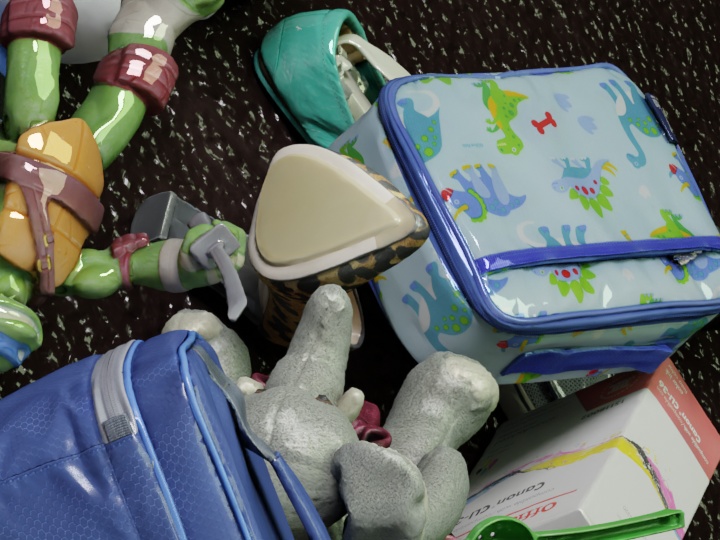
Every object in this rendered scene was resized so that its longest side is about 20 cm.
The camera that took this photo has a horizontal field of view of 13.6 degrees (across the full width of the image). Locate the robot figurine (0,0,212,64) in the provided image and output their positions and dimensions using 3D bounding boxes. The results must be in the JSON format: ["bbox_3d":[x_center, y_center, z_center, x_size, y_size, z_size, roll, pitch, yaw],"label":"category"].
[{"bbox_3d":[-0.139,-0.172,1.406,0.169,0.113,0.200,24,27,-28],"label":"robot figurine"}]

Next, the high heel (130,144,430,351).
[{"bbox_3d":[0.000,0.000,1.440,0.142,0.199,0.072,30,71,-36],"label":"high heel"}]

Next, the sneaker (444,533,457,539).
[{"bbox_3d":[0.051,0.208,1.434,0.079,0.095,0.201,-23,82,-28],"label":"sneaker"}]

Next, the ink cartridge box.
[{"bbox_3d":[0.102,0.134,1.552,0.068,0.116,0.200,56,33,-13],"label":"ink cartridge box"}]

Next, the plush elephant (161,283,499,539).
[{"bbox_3d":[-0.031,0.081,1.352,0.164,0.155,0.201,16,60,4],"label":"plush elephant"}]

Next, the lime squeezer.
[{"bbox_3d":[0.064,0.142,1.375,0.200,0.070,0.038,-19,123,-50],"label":"lime squeezer"}]

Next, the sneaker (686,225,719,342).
[{"bbox_3d":[0.175,0.017,1.783,0.200,0.071,0.098,17,53,-46],"label":"sneaker"}]

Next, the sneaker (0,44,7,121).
[{"bbox_3d":[-0.218,-0.100,1.313,0.200,0.070,0.078,38,33,-35],"label":"sneaker"}]

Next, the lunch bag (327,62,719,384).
[{"bbox_3d":[0.092,-0.022,1.541,0.199,0.082,0.161,-3,60,-40],"label":"lunch bag"}]

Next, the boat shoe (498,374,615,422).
[{"bbox_3d":[0.112,0.010,1.666,0.074,0.093,0.201,-12,75,-42],"label":"boat shoe"}]

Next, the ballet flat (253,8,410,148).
[{"bbox_3d":[0.021,-0.054,1.617,0.201,0.070,0.067,56,32,-11],"label":"ballet flat"}]

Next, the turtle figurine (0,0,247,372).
[{"bbox_3d":[-0.106,-0.059,1.242,0.143,0.200,0.195,13,65,-4],"label":"turtle figurine"}]

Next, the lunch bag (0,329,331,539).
[{"bbox_3d":[-0.075,0.130,1.219,0.136,0.132,0.201,-66,133,-84],"label":"lunch bag"}]
